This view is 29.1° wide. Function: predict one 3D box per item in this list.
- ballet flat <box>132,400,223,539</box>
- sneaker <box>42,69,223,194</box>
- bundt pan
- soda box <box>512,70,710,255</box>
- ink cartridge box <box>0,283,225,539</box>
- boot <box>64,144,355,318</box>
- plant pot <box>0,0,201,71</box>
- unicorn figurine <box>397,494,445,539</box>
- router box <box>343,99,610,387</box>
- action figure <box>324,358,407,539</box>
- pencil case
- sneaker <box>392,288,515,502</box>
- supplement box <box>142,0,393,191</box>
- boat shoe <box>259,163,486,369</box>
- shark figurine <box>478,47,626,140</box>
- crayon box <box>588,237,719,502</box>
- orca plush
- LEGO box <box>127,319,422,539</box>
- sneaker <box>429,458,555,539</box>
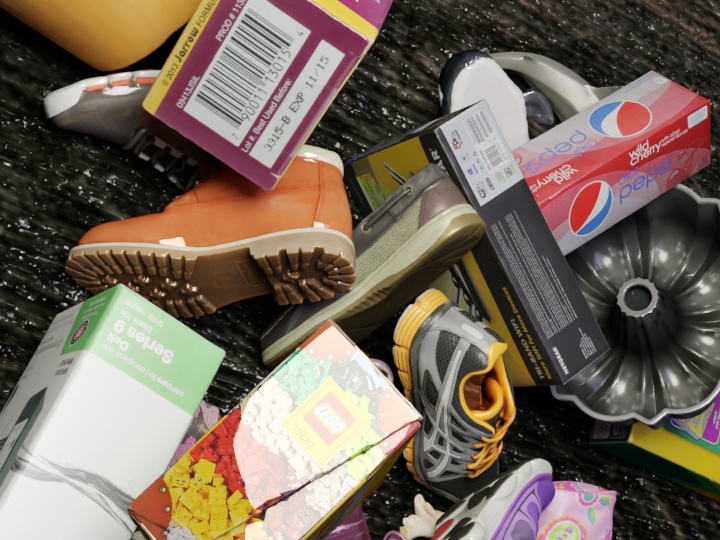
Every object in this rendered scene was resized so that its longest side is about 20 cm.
[{"bbox_3d":[-0.138,0.182,0.924,0.070,0.069,0.203,11,72,-10],"label":"ballet flat"},{"bbox_3d":[-0.122,-0.092,0.968,0.197,0.077,0.083,0,89,-30],"label":"sneaker"},{"bbox_3d":[0.224,0.035,1.104,0.076,0.199,0.205,53,50,-62],"label":"bundt pan"},{"bbox_3d":[0.177,-0.077,1.074,0.198,0.070,0.064,-30,132,-21],"label":"soda box"},{"bbox_3d":[-0.182,0.123,0.852,0.084,0.145,0.202,34,66,-19],"label":"ink cartridge box"},{"bbox_3d":[-0.101,-0.031,0.945,0.197,0.075,0.109,-5,57,6],"label":"boot"},{"bbox_3d":[-0.189,-0.236,0.893,0.183,0.199,0.202,46,62,-34],"label":"plant pot"},{"bbox_3d":[0.082,0.263,1.002,0.135,0.074,0.203,15,63,-13],"label":"unicorn figurine"},{"bbox_3d":[0.079,-0.012,1.024,0.052,0.157,0.202,-31,98,-25],"label":"router box"},{"bbox_3d":[-0.028,0.182,0.986,0.149,0.132,0.203,-54,132,-70],"label":"action figure"},{"bbox_3d":[0.150,0.261,1.068,0.086,0.087,0.203,11,77,-29],"label":"pencil case"},{"bbox_3d":[0.077,0.108,1.017,0.078,0.077,0.202,-45,139,-28],"label":"sneaker"},{"bbox_3d":[-0.047,-0.166,0.915,0.102,0.131,0.201,32,33,-8],"label":"supplement box"},{"bbox_3d":[0.000,0.000,0.973,0.071,0.200,0.067,2,56,-53],"label":"boat shoe"},{"bbox_3d":[0.175,-0.142,1.146,0.214,0.089,0.129,38,64,-22],"label":"shark figurine"},{"bbox_3d":[0.295,0.081,1.198,0.171,0.058,0.203,25,70,-27],"label":"crayon box"},{"bbox_3d":[0.103,-0.101,1.105,0.105,0.071,0.200,-46,131,2],"label":"orca plush"},{"bbox_3d":[-0.051,0.128,0.812,0.149,0.200,0.077,-42,81,-15],"label":"LEGO box"},{"bbox_3d":[0.093,0.202,0.974,0.084,0.080,0.200,54,32,-1],"label":"sneaker"}]
